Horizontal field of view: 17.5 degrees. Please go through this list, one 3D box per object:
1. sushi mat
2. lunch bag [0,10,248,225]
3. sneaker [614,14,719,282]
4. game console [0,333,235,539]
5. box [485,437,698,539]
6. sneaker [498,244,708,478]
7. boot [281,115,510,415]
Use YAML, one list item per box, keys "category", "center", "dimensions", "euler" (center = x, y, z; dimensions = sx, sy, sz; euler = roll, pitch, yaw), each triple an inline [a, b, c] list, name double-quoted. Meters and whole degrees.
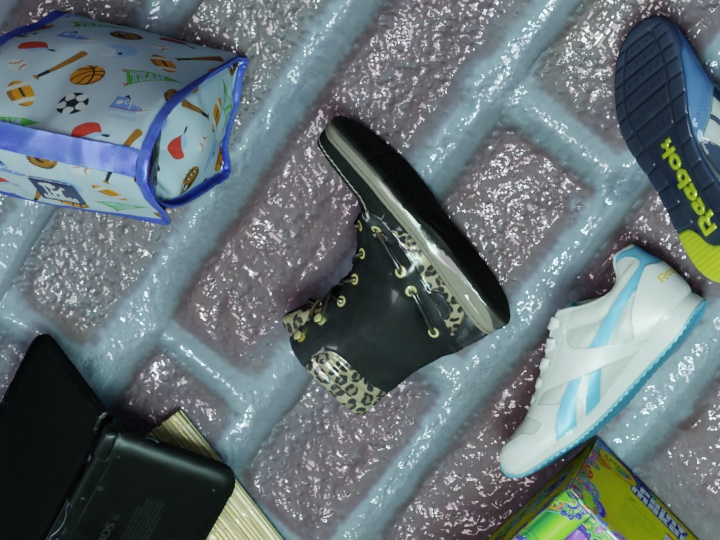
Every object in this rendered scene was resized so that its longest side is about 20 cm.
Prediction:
- category: "sushi mat"
  center: [-0.116, 0.215, 1.877]
  dimensions: [0.096, 0.012, 0.200]
  euler: [-38, 90, 23]
- category: "lunch bag"
  center: [-0.196, -0.107, 1.717]
  dimensions: [0.169, 0.200, 0.125]
  euler: [12, 107, 13]
- category: "sneaker"
  center: [0.246, -0.088, 1.663]
  dimensions: [0.074, 0.082, 0.201]
  euler: [-34, 74, 48]
- category: "game console"
  center: [-0.218, 0.180, 1.885]
  dimensions: [0.175, 0.117, 0.201]
  euler: [20, 119, -19]
- category: "box"
  center: [0.171, 0.273, 1.747]
  dimensions: [0.200, 0.122, 0.193]
  euler: [46, 112, 1]
- category: "sneaker"
  center: [0.166, 0.071, 1.728]
  dimensions: [0.081, 0.076, 0.200]
  euler: [44, 106, 11]
- category: "boot"
  center: [0.000, 0.000, 1.757]
  dimensions: [0.150, 0.073, 0.200]
  euler: [-38, 96, 22]
